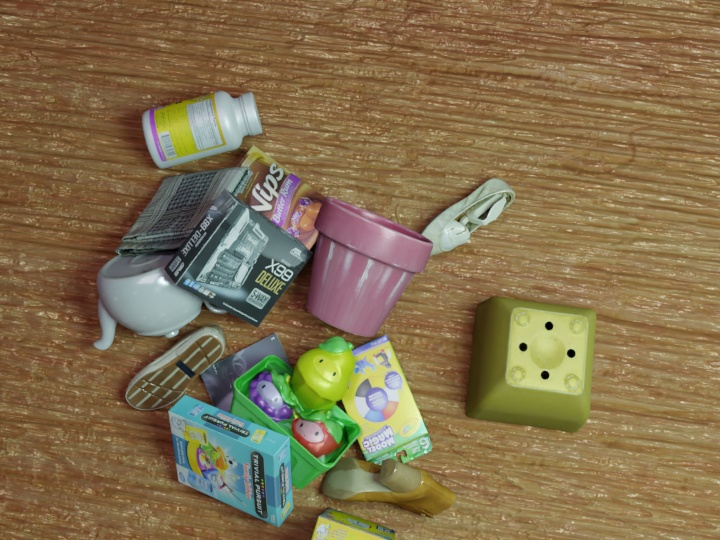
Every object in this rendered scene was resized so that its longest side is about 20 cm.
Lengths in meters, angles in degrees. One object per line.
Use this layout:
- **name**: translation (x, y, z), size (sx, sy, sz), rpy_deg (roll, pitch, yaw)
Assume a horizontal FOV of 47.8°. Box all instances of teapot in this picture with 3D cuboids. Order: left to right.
- **teapot**: translation (-0.331, 0.042, 1.358), size (0.197, 0.197, 0.149), rpy_deg (0, 117, 33)

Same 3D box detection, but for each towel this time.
- **towel**: translation (-0.300, -0.103, 1.367), size (0.189, 0.035, 0.202), rpy_deg (-2, 45, 27)

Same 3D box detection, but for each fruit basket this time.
- **fruit basket**: translation (-0.087, 0.204, 1.277), size (0.212, 0.155, 0.220), rpy_deg (7, 109, 22)

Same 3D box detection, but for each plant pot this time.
- **plant pot**: translation (0.000, 0.000, 1.333), size (0.197, 0.200, 0.182), rpy_deg (22, 98, 8)
- **plant pot**: translation (0.278, 0.139, 1.276), size (0.191, 0.200, 0.198), rpy_deg (7, 77, 4)

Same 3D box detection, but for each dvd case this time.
- **dvd case**: translation (-0.167, 0.229, 1.371), size (0.147, 0.016, 0.203), rpy_deg (-26, 78, -3)

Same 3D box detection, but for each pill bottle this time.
- **pill bottle**: translation (-0.278, -0.255, 1.441), size (0.196, 0.104, 0.106), rpy_deg (-15, 77, -1)

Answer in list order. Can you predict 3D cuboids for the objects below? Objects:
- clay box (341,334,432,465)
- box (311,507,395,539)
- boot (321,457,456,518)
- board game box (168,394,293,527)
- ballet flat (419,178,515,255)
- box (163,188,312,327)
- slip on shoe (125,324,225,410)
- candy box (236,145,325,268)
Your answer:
- **clay box**: translation (0.033, 0.223, 1.346), size (0.113, 0.048, 0.203), rpy_deg (-24, 76, -2)
- **box**: translation (-0.029, 0.474, 1.215), size (0.120, 0.200, 0.196), rpy_deg (17, 79, 6)
- **boot**: translation (0.044, 0.356, 1.298), size (0.143, 0.200, 0.072), rpy_deg (37, 52, -28)
- **board game box**: translation (-0.202, 0.297, 1.269), size (0.197, 0.153, 0.047), rpy_deg (16, 35, 23)
- **ballet flat**: translation (0.182, -0.087, 1.393), size (0.199, 0.068, 0.062), rpy_deg (-41, 43, -7)
- **box**: translation (-0.190, -0.015, 1.297), size (0.158, 0.199, 0.050), rpy_deg (-51, 49, 3)
- **slip on shoe**: translation (-0.311, 0.160, 1.375), size (0.199, 0.061, 0.076), rpy_deg (-40, 111, 10)
- **candy box**: translation (-0.143, -0.112, 1.427), size (0.199, 0.057, 0.117), rpy_deg (36, 82, 11)
